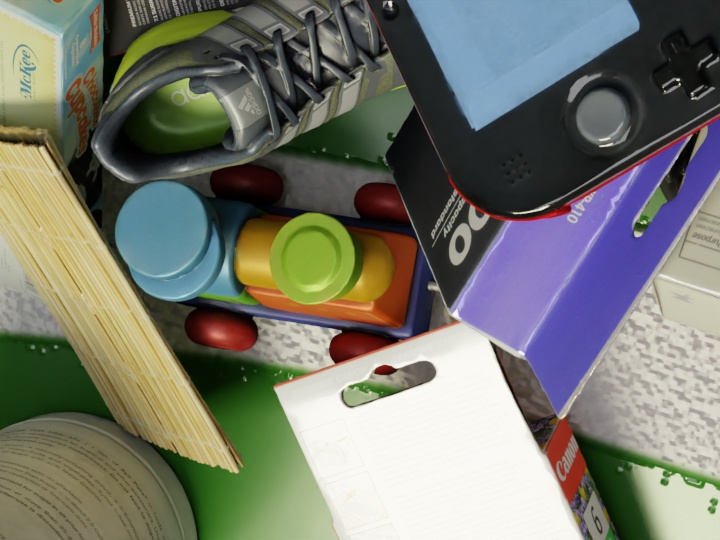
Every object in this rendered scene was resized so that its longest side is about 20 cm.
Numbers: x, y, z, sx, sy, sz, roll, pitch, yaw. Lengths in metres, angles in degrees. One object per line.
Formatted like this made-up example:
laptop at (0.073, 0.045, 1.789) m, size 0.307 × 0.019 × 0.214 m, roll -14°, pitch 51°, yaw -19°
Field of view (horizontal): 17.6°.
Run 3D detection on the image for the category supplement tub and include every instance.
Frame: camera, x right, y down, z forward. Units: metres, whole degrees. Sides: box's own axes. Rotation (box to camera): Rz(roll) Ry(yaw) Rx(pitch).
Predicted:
supplement tub at (-0.167, 0.150, 1.053) m, size 0.132 × 0.200 × 0.132 m, roll 4°, pitch 104°, yaw 18°

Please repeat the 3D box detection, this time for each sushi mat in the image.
sushi mat at (-0.121, 0.011, 1.034) m, size 0.096 × 0.012 × 0.200 m, roll 16°, pitch 144°, yaw 44°

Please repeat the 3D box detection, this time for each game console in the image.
game console at (0.079, -0.135, 0.851) m, size 0.177 × 0.031 × 0.200 m, roll -32°, pitch 72°, yaw 24°

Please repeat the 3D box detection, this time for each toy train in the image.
toy train at (0.000, 0.000, 0.999) m, size 0.199 × 0.116 × 0.085 m, roll 9°, pitch 87°, yaw 17°

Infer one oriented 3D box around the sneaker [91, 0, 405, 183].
sneaker at (-0.024, -0.082, 0.943) m, size 0.200 × 0.081 × 0.074 m, roll -25°, pitch 109°, yaw 25°

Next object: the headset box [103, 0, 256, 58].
headset box at (-0.074, -0.178, 1.014) m, size 0.200 × 0.075 × 0.149 m, roll -10°, pitch 100°, yaw 20°

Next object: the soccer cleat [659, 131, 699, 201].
soccer cleat at (0.177, -0.010, 0.977) m, size 0.068 × 0.073 × 0.200 m, roll -31°, pitch 73°, yaw -2°

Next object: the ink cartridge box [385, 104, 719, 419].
ink cartridge box at (0.089, -0.074, 0.925) m, size 0.043 × 0.200 × 0.198 m, roll 22°, pitch 112°, yaw -24°

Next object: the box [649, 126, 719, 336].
box at (0.189, -0.067, 0.907) m, size 0.095 × 0.078 × 0.200 m, roll 20°, pitch 82°, yaw 14°

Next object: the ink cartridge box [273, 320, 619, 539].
ink cartridge box at (0.052, 0.116, 1.039) m, size 0.109 × 0.050 × 0.200 m, roll -20°, pitch 102°, yaw 22°

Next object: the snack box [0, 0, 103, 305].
snack box at (-0.171, -0.072, 1.034) m, size 0.116 × 0.037 × 0.200 m, roll 26°, pitch 145°, yaw 12°
